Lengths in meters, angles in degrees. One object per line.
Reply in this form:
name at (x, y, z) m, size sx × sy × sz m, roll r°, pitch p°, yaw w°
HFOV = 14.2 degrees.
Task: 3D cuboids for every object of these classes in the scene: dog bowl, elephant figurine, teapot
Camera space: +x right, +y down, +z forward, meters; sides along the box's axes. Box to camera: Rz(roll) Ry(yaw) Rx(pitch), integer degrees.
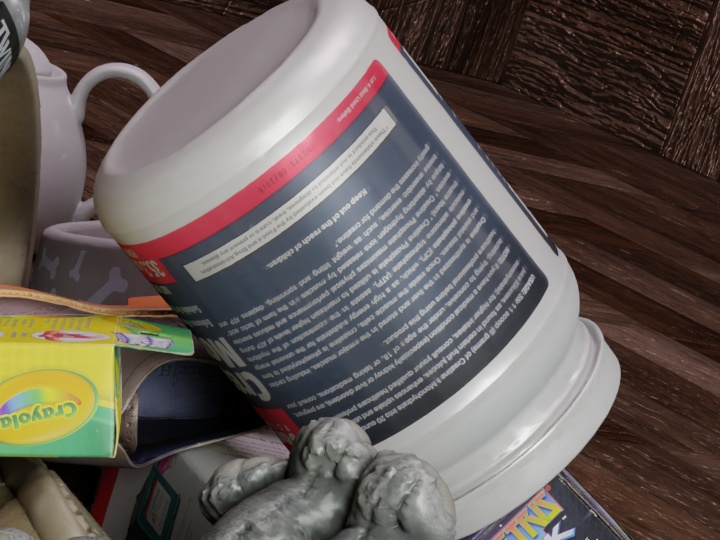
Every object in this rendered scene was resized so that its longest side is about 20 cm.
dog bowl at (-0.066, 0.011, 1.386) m, size 0.199 × 0.059 × 0.200 m, roll 2°, pitch 4°, yaw 0°
elephant figurine at (-0.063, 0.138, 0.977) m, size 0.200 × 0.156 × 0.141 m, roll -24°, pitch 0°, yaw -38°
teapot at (-0.255, -0.104, 1.874) m, size 0.200 × 0.147 × 0.197 m, roll 10°, pitch 13°, yaw -45°

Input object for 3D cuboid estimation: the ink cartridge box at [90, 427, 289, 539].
ink cartridge box at (-0.044, 0.113, 1.287) m, size 0.116 × 0.067 × 0.200 m, roll 14°, pitch 11°, yaw -25°

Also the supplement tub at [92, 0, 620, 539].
supplement tub at (0.000, 0.000, 1.179) m, size 0.200 × 0.140 × 0.140 m, roll 51°, pitch 0°, yaw -18°

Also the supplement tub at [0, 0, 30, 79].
supplement tub at (-0.220, -0.087, 1.190) m, size 0.122 × 0.200 × 0.123 m, roll 31°, pitch -22°, yaw 14°

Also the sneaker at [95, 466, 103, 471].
sneaker at (-0.042, 0.084, 1.417) m, size 0.200 × 0.075 × 0.084 m, roll 10°, pitch 3°, yaw -42°

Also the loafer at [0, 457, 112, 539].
loafer at (-0.136, 0.109, 1.115) m, size 0.076 × 0.067 × 0.200 m, roll 54°, pitch -10°, yaw -4°

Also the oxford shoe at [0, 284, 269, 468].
oxford shoe at (-0.127, 0.049, 1.216) m, size 0.199 × 0.072 × 0.073 m, roll -7°, pitch 23°, yaw -23°

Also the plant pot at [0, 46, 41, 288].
plant pot at (-0.257, -0.017, 1.325) m, size 0.183 × 0.201 × 0.200 m, roll 8°, pitch 9°, yaw 3°

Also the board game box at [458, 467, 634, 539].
board game box at (0.092, 0.130, 1.289) m, size 0.165 × 0.057 × 0.200 m, roll 45°, pitch 1°, yaw -17°

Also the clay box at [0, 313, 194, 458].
clay box at (-0.163, 0.042, 1.095) m, size 0.199 × 0.048 × 0.115 m, roll 2°, pitch 4°, yaw -3°
